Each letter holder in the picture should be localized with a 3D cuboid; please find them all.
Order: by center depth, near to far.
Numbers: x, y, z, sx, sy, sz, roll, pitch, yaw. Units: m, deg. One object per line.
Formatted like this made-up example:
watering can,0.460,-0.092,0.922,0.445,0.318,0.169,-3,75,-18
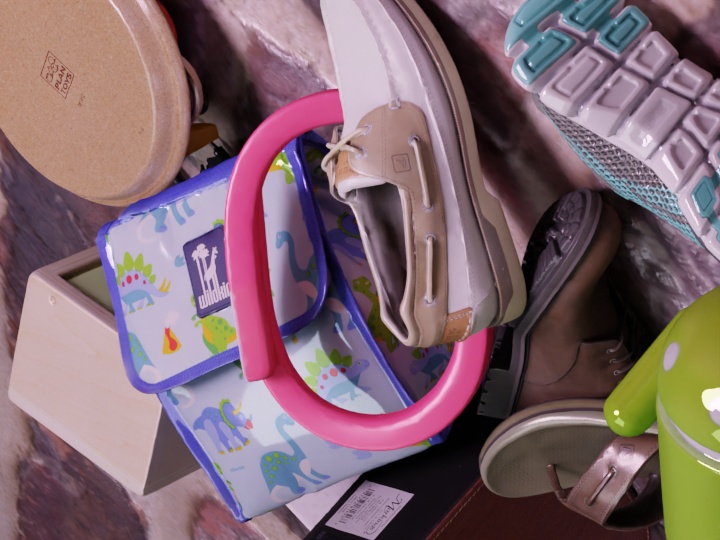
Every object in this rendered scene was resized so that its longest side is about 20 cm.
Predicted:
letter holder,0.065,0.178,1.447,0.100,0.200,0.143,8,138,54

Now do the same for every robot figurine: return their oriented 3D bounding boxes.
robot figurine,0.203,0.086,1.165,0.175,0.115,0.201,45,153,44

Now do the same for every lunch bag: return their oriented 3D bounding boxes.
lunch bag,-0.046,0.027,1.424,0.169,0.127,0.201,-24,103,33

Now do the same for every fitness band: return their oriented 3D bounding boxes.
fitness band,0.000,0.000,1.310,0.037,0.142,0.202,-51,-45,-78

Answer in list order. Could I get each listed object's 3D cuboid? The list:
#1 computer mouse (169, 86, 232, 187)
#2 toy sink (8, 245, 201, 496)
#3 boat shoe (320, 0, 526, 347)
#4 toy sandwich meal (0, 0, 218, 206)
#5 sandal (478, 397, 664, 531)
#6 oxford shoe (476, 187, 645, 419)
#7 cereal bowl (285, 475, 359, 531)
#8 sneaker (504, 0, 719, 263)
computer mouse,-0.084,-0.029,1.540,0.200,0.046,0.140,48,155,-9
toy sink,-0.114,0.042,1.596,0.130,0.199,0.113,33,125,28
boat shoe,0.018,-0.059,1.231,0.201,0.068,0.075,67,157,4
toy sandwich meal,-0.165,-0.132,1.462,0.204,0.070,0.206,23,129,32
sandal,0.151,0.109,1.296,0.200,0.058,0.080,-4,149,32
oxford shoe,0.121,0.023,1.290,0.084,0.073,0.200,17,150,4
cereal bowl,0.018,0.177,1.635,0.200,0.083,0.200,48,176,5
sneaker,0.153,-0.053,1.111,0.200,0.078,0.091,44,172,11
